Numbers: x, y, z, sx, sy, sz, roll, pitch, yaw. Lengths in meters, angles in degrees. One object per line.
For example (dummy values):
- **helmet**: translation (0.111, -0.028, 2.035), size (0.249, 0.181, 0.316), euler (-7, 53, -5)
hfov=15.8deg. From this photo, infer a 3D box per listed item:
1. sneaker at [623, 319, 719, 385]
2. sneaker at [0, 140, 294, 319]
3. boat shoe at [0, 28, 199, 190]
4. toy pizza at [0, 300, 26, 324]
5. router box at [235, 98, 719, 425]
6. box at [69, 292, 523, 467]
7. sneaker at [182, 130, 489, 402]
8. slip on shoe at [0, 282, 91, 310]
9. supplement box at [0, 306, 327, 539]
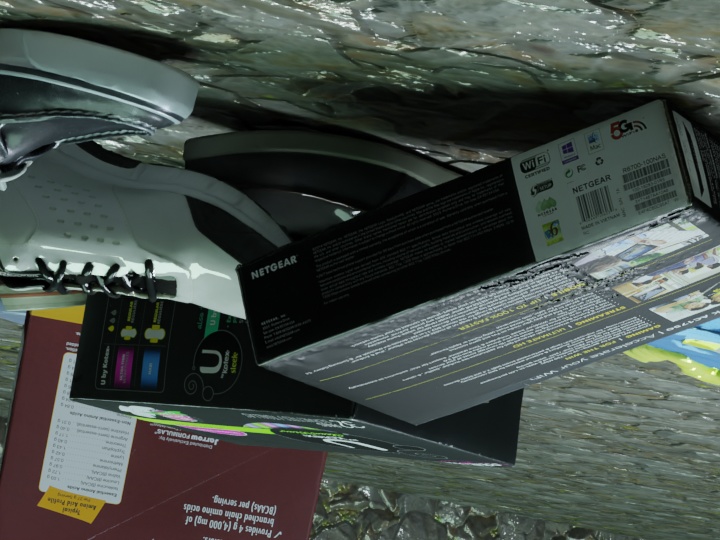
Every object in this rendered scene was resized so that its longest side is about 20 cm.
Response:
- **sneaker**: translation (0.176, 0.019, 1.265), size (0.200, 0.076, 0.105), euler (2, 169, 43)
- **sneaker**: translation (-0.117, -0.012, 1.169), size (0.200, 0.080, 0.074), euler (21, 148, 14)
- **boat shoe**: translation (-0.162, -0.064, 1.093), size (0.200, 0.068, 0.072), euler (6, 171, 21)
- **toy pizza**: translation (-0.163, 0.023, 1.797), size (0.200, 0.032, 0.200), euler (6, 170, 1)
- **router box**: translation (0.070, 0.002, 1.096), size (0.200, 0.051, 0.149), euler (-21, 158, 22)
- **box**: translation (-0.029, 0.028, 1.384), size (0.200, 0.125, 0.148), euler (1, 168, 39)
- **sneaker**: translation (0.000, 0.000, 1.215), size (0.200, 0.106, 0.075), euler (15, 170, -35)
- **slip on shoe**: translation (-0.169, -0.015, 1.479), size (0.074, 0.061, 0.200), euler (-3, -176, 2)
- **supplement box**: translation (-0.124, 0.106, 1.629), size (0.197, 0.200, 0.133), euler (10, -168, -8)
